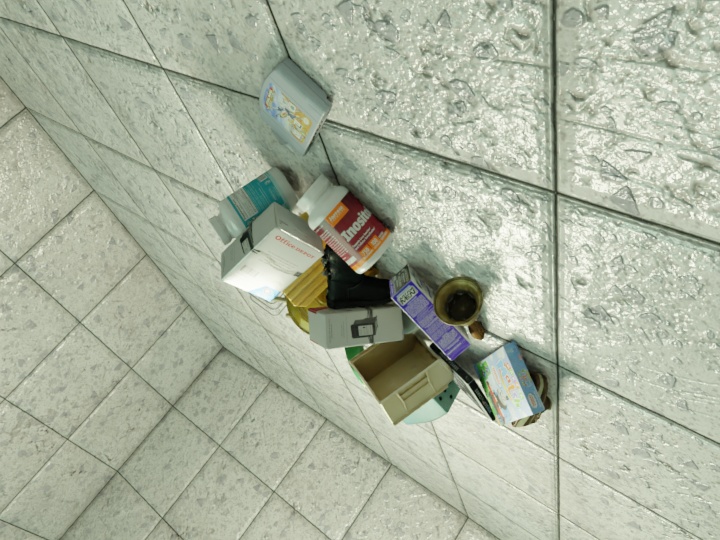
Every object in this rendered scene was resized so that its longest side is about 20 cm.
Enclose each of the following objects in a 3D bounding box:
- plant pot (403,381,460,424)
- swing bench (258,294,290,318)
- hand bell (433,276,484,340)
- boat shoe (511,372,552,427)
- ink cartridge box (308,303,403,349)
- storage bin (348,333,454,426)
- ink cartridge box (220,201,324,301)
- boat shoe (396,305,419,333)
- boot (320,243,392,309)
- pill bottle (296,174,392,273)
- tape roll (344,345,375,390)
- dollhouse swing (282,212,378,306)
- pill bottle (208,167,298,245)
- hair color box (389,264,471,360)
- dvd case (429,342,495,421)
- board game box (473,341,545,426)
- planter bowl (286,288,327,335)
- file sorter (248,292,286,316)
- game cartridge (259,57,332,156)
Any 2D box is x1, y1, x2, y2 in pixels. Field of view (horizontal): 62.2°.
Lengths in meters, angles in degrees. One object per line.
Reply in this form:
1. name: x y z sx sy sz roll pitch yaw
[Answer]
1. plant pot: 0.181 0.347 1.716 0.142 0.142 0.199 46 150 -17
2. swing bench: -0.157 0.098 1.762 0.198 0.131 0.199 26 168 27
3. hand bell: 0.230 0.104 1.265 0.103 0.105 0.200 25 166 33
4. boat shoe: 0.399 0.292 1.361 0.073 0.076 0.204 1 145 -4
5. ink cartridge box: -0.013 0.129 1.438 0.145 0.196 0.085 -175 81 -68
6. storage bin: 0.103 0.254 1.511 0.095 0.197 0.200 61 171 -30
7. ink cartridge box: -0.198 -0.038 1.338 0.199 0.085 0.143 -38 134 27
8. boat shoe: 0.104 0.124 1.522 0.063 0.072 0.199 9 175 -30
9. boot: 0.000 0.000 1.390 0.074 0.194 0.166 -121 28 -58
10. pill bottle: -0.036 -0.100 1.247 0.200 0.113 0.113 43 158 -8
11. tape roll: 0.033 0.247 1.704 0.048 0.202 0.201 -32 112 25
12. dollhouse swing: -0.102 -0.011 1.445 0.180 0.176 0.201 9 142 53
13. pill bottle: -0.249 -0.141 1.378 0.112 0.198 0.111 54 171 13
14. hair color box: 0.150 0.090 1.308 0.200 0.065 0.110 47 -168 -13
15. dvd case: 0.259 0.277 1.513 0.151 0.025 0.200 54 174 -29
16. board game box: 0.328 0.259 1.340 0.201 0.036 0.154 113 139 -67
17. planter bowl: -0.095 0.073 1.597 0.199 0.201 0.084 38 143 5
18. file sorter: -0.292 0.035 1.917 0.138 0.125 0.201 33 157 16
19. game cartridge: -0.129 -0.304 1.120 0.132 0.042 0.200 38 159 -5
